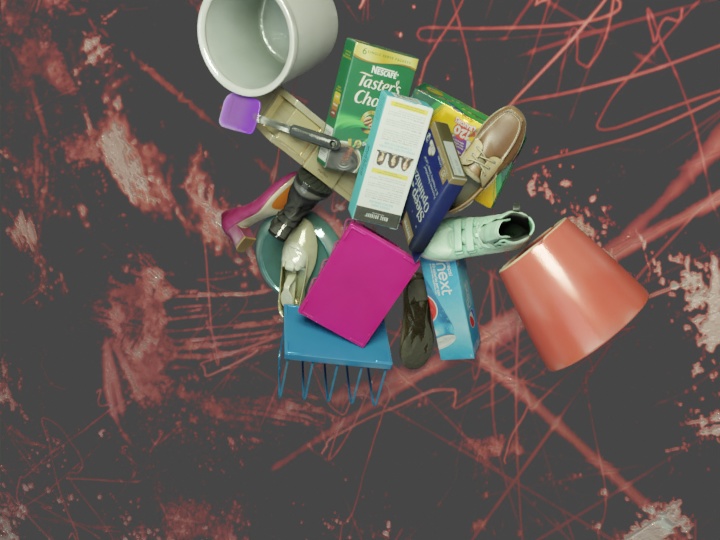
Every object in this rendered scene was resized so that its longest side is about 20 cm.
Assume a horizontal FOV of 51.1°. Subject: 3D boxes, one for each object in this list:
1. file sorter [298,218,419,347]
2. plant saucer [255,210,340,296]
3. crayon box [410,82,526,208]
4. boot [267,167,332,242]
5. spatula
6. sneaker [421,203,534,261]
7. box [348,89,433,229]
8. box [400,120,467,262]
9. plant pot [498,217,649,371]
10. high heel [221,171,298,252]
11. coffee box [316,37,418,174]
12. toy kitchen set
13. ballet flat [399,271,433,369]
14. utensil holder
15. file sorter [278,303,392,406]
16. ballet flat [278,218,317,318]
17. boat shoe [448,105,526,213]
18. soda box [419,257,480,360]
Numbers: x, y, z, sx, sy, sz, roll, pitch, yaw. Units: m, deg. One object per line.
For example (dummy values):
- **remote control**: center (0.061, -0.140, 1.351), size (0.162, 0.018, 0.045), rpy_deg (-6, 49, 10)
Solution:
- **file sorter**: center (0.000, 0.000, 1.345), size (0.137, 0.126, 0.202), rpy_deg (28, 119, -10)
- **plant saucer**: center (-0.122, -0.020, 1.458), size (0.195, 0.027, 0.206), rpy_deg (8, 115, 18)
- **crayon box**: center (0.159, -0.206, 1.241), size (0.197, 0.058, 0.121), rpy_deg (29, 120, 8)
- **boot**: center (-0.110, -0.105, 1.303), size (0.069, 0.200, 0.133), rpy_deg (36, 96, -3)
- **spatula**: center (-0.124, -0.226, 1.180), size (0.195, 0.021, 0.058), rpy_deg (17, 98, -5)
- **sneaker**: center (0.186, -0.064, 1.226), size (0.194, 0.118, 0.076), rpy_deg (-7, 82, 0)
- **box**: center (0.046, -0.176, 1.206), size (0.080, 0.049, 0.205), rpy_deg (11, 111, -15)
- **box**: center (0.102, -0.120, 1.207), size (0.032, 0.123, 0.202), rpy_deg (3, 140, -21)
- **plant pot**: center (0.329, 0.029, 1.211), size (0.200, 0.200, 0.179), rpy_deg (-40, 85, 31)
- **high heel**: center (-0.192, -0.135, 1.430), size (0.201, 0.067, 0.097), rpy_deg (-48, 59, 25)
- **coffee box**: center (0.010, -0.258, 1.215), size (0.120, 0.044, 0.205), rpy_deg (7, 110, -28)
- **toy kitchen set**: center (-0.067, -0.265, 1.310), size (0.198, 0.181, 0.164), rpy_deg (34, 98, -37)
- **ballet flat**: center (0.102, 0.093, 1.409), size (0.065, 0.047, 0.205), rpy_deg (-7, 119, -9)
- **utensil holder**: center (-0.139, -0.385, 1.204), size (0.165, 0.200, 0.175), rpy_deg (9, 116, 19)
- **file sorter**: center (-0.054, 0.164, 1.407), size (0.194, 0.140, 0.125), rpy_deg (7, 124, -11)
- **ballet flat**: center (-0.124, 0.003, 1.416), size (0.068, 0.070, 0.205), rpy_deg (16, 117, 14)
- **boat shoe**: center (0.187, -0.163, 1.172), size (0.075, 0.072, 0.202), rpy_deg (35, 121, 3)
- **soda box**: center (0.163, 0.055, 1.352), size (0.066, 0.064, 0.205), rpy_deg (-5, 109, 24)
